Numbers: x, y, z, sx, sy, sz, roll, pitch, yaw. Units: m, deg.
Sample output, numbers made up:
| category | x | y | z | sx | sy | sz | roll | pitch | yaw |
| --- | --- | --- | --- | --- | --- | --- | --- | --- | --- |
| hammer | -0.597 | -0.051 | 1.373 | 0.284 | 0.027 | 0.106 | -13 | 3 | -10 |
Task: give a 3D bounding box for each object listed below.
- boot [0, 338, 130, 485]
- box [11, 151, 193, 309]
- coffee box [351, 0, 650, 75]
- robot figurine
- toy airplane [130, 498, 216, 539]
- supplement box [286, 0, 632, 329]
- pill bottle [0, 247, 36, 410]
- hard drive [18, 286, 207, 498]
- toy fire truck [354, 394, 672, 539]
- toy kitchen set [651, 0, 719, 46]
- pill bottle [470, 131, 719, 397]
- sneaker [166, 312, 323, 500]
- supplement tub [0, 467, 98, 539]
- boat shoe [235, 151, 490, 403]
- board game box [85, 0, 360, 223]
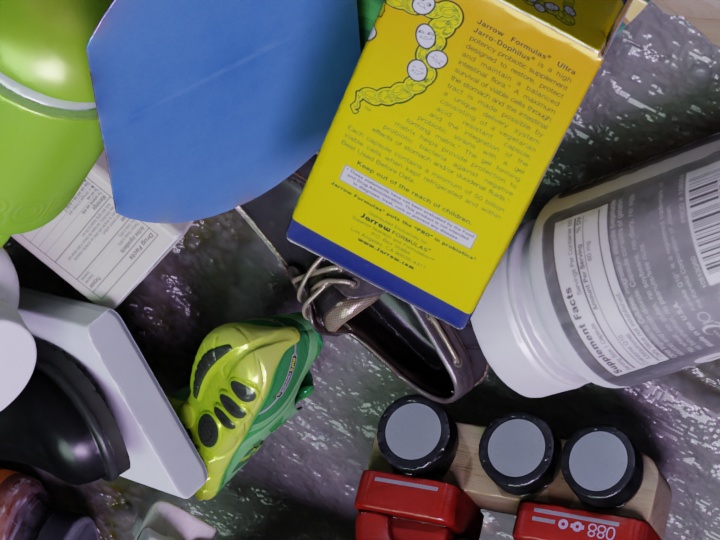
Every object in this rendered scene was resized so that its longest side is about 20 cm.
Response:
| category | x | y | z | sx | sy | sz | roll | pitch | yaw |
| --- | --- | --- | --- | --- | --- | --- | --- | --- | --- |
| boot | -0.252 | 0.109 | 1.535 | 0.210 | 0.158 | 0.080 | 25 | 146 | 41 |
| box | -0.188 | -0.079 | 1.493 | 0.200 | 0.078 | 0.095 | 40 | 132 | -8 |
| coffee box | 0.057 | -0.131 | 1.358 | 0.123 | 0.044 | 0.200 | 39 | 132 | -7 |
| robot figurine | -0.183 | -0.100 | 1.353 | 0.174 | 0.116 | 0.200 | 20 | 132 | -18 |
| toy airplane | -0.065 | 0.221 | 1.591 | 0.198 | 0.199 | 0.142 | 9 | 93 | 34 |
| supplement box | 0.054 | -0.090 | 1.287 | 0.109 | 0.109 | 0.201 | 27 | 132 | 2 |
| pill bottle | -0.272 | -0.003 | 1.509 | 0.200 | 0.112 | 0.113 | 52 | 144 | 35 |
| hard drive | -0.184 | 0.068 | 1.587 | 0.199 | 0.027 | 0.133 | 12 | 135 | 53 |
| toy fire truck | 0.083 | 0.194 | 1.498 | 0.175 | 0.202 | 0.129 | 8 | 163 | 19 |
| toy kitchen set | 0.231 | -0.195 | 1.157 | 0.179 | 0.200 | 0.165 | 6 | 87 | 21 |
| pill bottle | 0.162 | -0.002 | 1.363 | 0.199 | 0.114 | 0.114 | -20 | 115 | 36 |
| sneaker | -0.071 | 0.084 | 1.564 | 0.074 | 0.083 | 0.200 | 64 | 153 | 13 |
| supplement tub | -0.281 | 0.179 | 1.723 | 0.198 | 0.107 | 0.108 | 12 | 130 | 17 |
| boat shoe | 0.000 | 0.000 | 1.469 | 0.199 | 0.073 | 0.075 | 36 | 132 | -5 |
| board game box | -0.076 | -0.116 | 1.317 | 0.039 | 0.157 | 0.201 | 46 | 156 | 35 |
